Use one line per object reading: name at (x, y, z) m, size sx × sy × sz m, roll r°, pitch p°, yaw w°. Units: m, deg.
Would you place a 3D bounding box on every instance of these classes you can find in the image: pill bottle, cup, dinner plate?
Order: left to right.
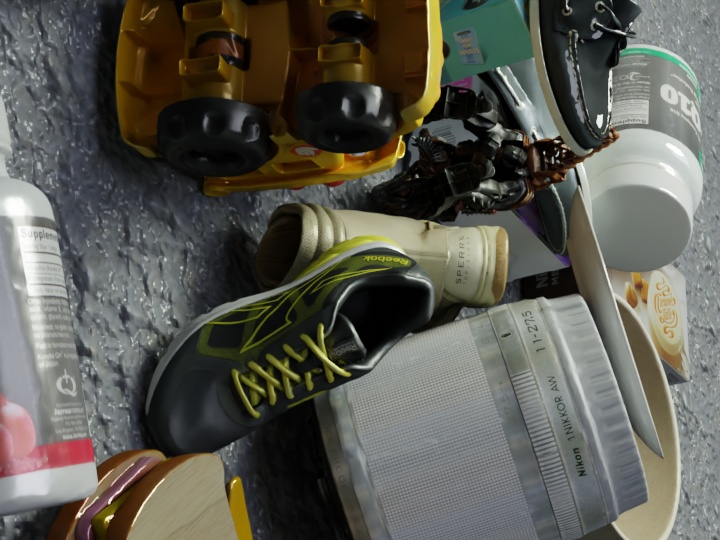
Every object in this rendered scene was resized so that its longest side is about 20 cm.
pill bottle at (-0.195, 0.019, 0.782) m, size 0.111 × 0.110 × 0.201 m, roll -1°, pitch 79°, yaw -59°
cup at (0.146, 0.128, 1.278) m, size 0.200 × 0.143 × 0.201 m, roll 30°, pitch 53°, yaw -50°
dinner plate at (0.176, 0.038, 1.155) m, size 0.200 × 0.024 × 0.201 m, roll -18°, pitch 90°, yaw -80°
pill bottle at (0.239, -0.097, 1.414) m, size 0.113 × 0.113 × 0.201 m, roll 55°, pitch 29°, yaw -31°

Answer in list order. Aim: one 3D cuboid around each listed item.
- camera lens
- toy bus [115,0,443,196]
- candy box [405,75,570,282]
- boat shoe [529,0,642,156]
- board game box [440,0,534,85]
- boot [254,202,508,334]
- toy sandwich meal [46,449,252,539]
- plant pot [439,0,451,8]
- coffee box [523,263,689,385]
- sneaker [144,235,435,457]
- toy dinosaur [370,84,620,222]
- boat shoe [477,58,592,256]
camera lens at (0.072, 0.114, 1.080) m, size 0.160 × 0.199 × 0.161 m, roll -18°, pitch 90°, yaw -87°
toy bus at (-0.029, -0.111, 1.038) m, size 0.192 × 0.199 × 0.137 m, roll 48°, pitch 40°, yaw -61°
candy box at (0.115, -0.120, 1.398) m, size 0.168 × 0.071 × 0.201 m, roll 39°, pitch 47°, yaw -46°
boat shoe at (0.156, -0.178, 1.098) m, size 0.074 × 0.066 × 0.201 m, roll 28°, pitch 55°, yaw -53°
board game box at (0.052, -0.182, 1.191) m, size 0.047 × 0.199 × 0.151 m, roll 61°, pitch 33°, yaw -23°
boot at (0.000, 0.000, 1.137) m, size 0.154 × 0.200 × 0.073 m, roll 6°, pitch 83°, yaw -16°
toy sandwich meal at (-0.098, 0.196, 0.911) m, size 0.205 × 0.070 × 0.206 m, roll 31°, pitch 53°, yaw -51°
plant pot at (-0.014, -0.235, 1.103) m, size 0.141 × 0.199 × 0.142 m, roll 48°, pitch 40°, yaw -37°
coffee box at (0.231, 0.026, 1.526) m, size 0.200 × 0.079 × 0.115 m, roll 37°, pitch 47°, yaw -47°
sneaker at (-0.041, 0.044, 0.981) m, size 0.200 × 0.085 × 0.075 m, roll -37°, pitch 110°, yaw -15°
toy dinosaur at (0.091, -0.083, 1.212) m, size 0.135 × 0.200 × 0.103 m, roll 19°, pitch 42°, yaw -54°
boat shoe at (0.135, -0.099, 1.316) m, size 0.061 × 0.073 × 0.201 m, roll -21°, pitch 109°, yaw -16°
